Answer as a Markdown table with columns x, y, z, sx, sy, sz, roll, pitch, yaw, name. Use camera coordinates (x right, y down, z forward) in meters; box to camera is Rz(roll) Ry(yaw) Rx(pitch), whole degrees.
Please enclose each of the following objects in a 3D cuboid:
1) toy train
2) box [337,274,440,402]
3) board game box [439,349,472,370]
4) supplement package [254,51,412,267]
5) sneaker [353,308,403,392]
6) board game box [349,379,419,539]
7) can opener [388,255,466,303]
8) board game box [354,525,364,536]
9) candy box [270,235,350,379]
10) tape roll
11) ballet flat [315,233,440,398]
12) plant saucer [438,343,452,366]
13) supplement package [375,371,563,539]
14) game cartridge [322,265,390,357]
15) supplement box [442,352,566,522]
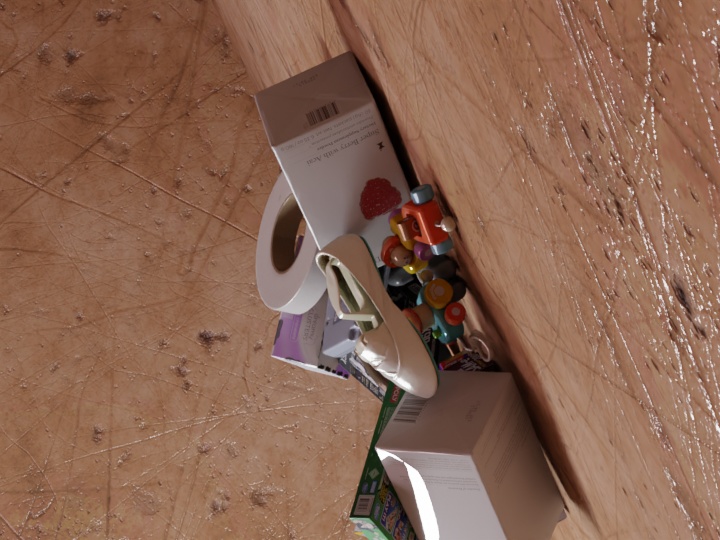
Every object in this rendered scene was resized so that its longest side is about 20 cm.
| x | y | z | sx | sy | sz | roll | pitch | yaw | name |
| --- | --- | --- | --- | --- | --- | --- | --- | --- | --- |
| 0.066 | 0.007 | 1.451 | 0.150 | 0.055 | 0.202 | 30 | 143 | 66 | toy train |
| 0.036 | 0.076 | 1.837 | 0.157 | 0.049 | 0.202 | 38 | 138 | 40 | box |
| 0.166 | 0.210 | 1.822 | 0.202 | 0.046 | 0.152 | 63 | 177 | 13 | board game box |
| -0.019 | -0.110 | 1.541 | 0.120 | 0.120 | 0.201 | -113 | -2 | -53 | supplement package |
| 0.040 | 0.090 | 1.719 | 0.200 | 0.070 | 0.076 | 44 | 121 | 36 | sneaker |
| 0.053 | 0.214 | 1.550 | 0.135 | 0.029 | 0.202 | 53 | -136 | -43 | board game box |
| 0.074 | 0.009 | 1.620 | 0.053 | 0.066 | 0.200 | 62 | 172 | -10 | can opener |
| 0.056 | 0.258 | 1.735 | 0.040 | 0.155 | 0.200 | 20 | 168 | -12 | board game box |
| -0.049 | 0.054 | 1.949 | 0.200 | 0.071 | 0.170 | 37 | -114 | -75 | candy box |
| -0.079 | -0.046 | 1.814 | 0.203 | 0.037 | 0.205 | -38 | 46 | 53 | tape roll |
| 0.010 | 0.053 | 1.472 | 0.202 | 0.069 | 0.070 | 61 | 176 | 20 | ballet flat |
| 0.062 | 0.085 | 1.991 | 0.201 | 0.039 | 0.201 | 47 | -167 | -14 | plant saucer |
| 0.119 | 0.222 | 1.500 | 0.122 | 0.118 | 0.202 | -56 | -47 | -41 | supplement package |
| 0.000 | 0.000 | 1.694 | 0.133 | 0.040 | 0.203 | 154 | 129 | -64 | game cartridge |
| 0.165 | 0.203 | 1.657 | 0.202 | 0.060 | 0.109 | 64 | 177 | -6 | supplement box |
